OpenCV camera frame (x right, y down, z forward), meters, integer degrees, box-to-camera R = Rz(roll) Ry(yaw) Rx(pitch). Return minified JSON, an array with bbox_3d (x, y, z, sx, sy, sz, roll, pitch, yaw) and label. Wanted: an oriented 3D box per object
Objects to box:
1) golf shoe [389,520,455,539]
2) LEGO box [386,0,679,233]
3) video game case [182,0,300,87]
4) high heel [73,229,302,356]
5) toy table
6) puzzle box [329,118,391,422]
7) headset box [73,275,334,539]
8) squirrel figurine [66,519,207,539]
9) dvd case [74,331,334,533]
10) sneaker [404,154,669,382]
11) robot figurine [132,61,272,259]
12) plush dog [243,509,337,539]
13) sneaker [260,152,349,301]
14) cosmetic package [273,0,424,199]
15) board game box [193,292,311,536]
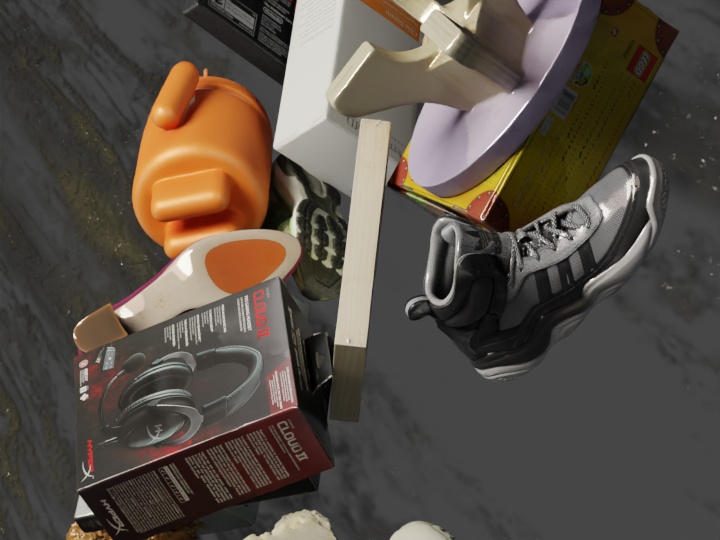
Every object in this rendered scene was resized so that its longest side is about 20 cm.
[{"bbox_3d":[0.028,0.238,1.314,0.078,0.097,0.201,-43,33,28],"label":"golf shoe"},{"bbox_3d":[0.127,-0.121,1.491,0.201,0.077,0.149,-61,30,-1],"label":"LEGO box"},{"bbox_3d":[-0.064,-0.248,1.756,0.025,0.200,0.182,-24,46,40],"label":"video game case"},{"bbox_3d":[-0.138,0.025,1.604,0.199,0.096,0.068,-21,76,-4],"label":"high heel"},{"bbox_3d":[0.071,-0.163,1.420,0.201,0.117,0.184,-59,31,0],"label":"toy table"},{"bbox_3d":[0.000,0.000,1.541,0.133,0.025,0.201,94,-177,-62],"label":"puzzle box"},{"bbox_3d":[-0.112,0.102,1.498,0.199,0.077,0.149,-22,40,10],"label":"headset box"},{"bbox_3d":[-0.212,0.260,1.555,0.201,0.141,0.187,-59,3,-18],"label":"squirrel figurine"},{"bbox_3d":[-0.120,0.126,1.556,0.199,0.025,0.151,-13,42,18],"label":"dvd case"},{"bbox_3d":[0.119,-0.016,1.377,0.200,0.114,0.076,-49,33,18],"label":"sneaker"},{"bbox_3d":[-0.132,-0.091,1.683,0.117,0.143,0.200,-46,22,26],"label":"robot figurine"},{"bbox_3d":[-0.103,0.283,1.444,0.201,0.159,0.172,-91,16,-44],"label":"plush dog"},{"bbox_3d":[-0.056,-0.019,1.680,0.089,0.077,0.200,-49,25,19],"label":"sneaker"},{"bbox_3d":[-0.005,-0.174,1.706,0.071,0.101,0.201,-27,45,41],"label":"cosmetic package"},{"bbox_3d":[-0.129,0.119,1.675,0.147,0.064,0.201,-17,50,47],"label":"board game box"}]
